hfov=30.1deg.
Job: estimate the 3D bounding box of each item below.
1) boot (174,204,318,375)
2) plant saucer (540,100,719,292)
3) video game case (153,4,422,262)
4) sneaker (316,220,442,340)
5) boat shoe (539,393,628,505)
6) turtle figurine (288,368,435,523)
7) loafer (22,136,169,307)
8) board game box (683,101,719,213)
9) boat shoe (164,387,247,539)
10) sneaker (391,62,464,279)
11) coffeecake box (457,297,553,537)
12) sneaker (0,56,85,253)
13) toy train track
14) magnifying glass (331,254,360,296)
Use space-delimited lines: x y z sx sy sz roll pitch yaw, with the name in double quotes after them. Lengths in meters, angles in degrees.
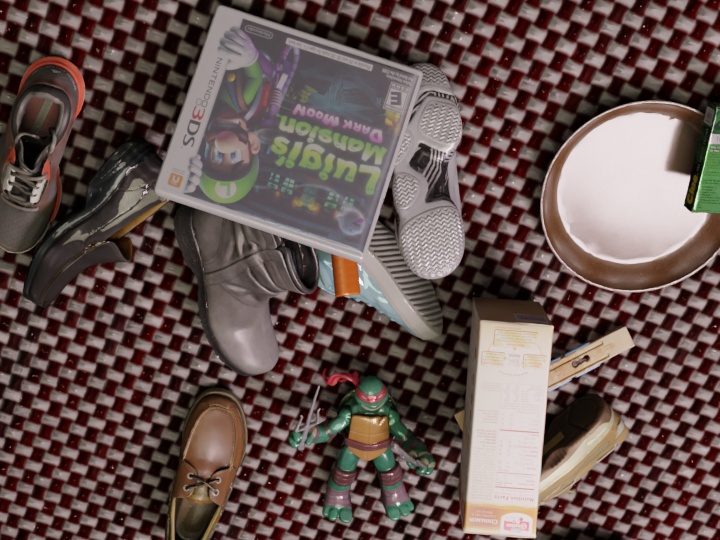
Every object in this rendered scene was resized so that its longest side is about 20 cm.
-0.093 0.018 1.279 0.131 0.070 0.201 0 124 36 "boot"
0.272 -0.074 1.300 0.198 0.032 0.202 0 116 -1 "plant saucer"
-0.063 -0.124 1.200 0.198 0.023 0.184 18 82 1 "video game case"
0.000 0.000 1.318 0.082 0.074 0.200 -30 112 32 "sneaker"
0.202 0.220 1.430 0.199 0.072 0.076 -38 123 16 "boat shoe"
0.008 0.178 1.384 0.148 0.101 0.201 9 133 10 "turtle figurine"
-0.249 -0.032 1.277 0.072 0.073 0.200 42 111 1 "loafer"
0.411 -0.102 1.271 0.198 0.024 0.106 2 115 -15 "board game box"
-0.163 0.224 1.419 0.071 0.068 0.202 10 115 -5 "boat shoe"
0.059 -0.088 1.267 0.074 0.115 0.203 -4 83 0 "sneaker"
0.138 0.138 1.302 0.072 0.154 0.203 4 97 2 "coffeecake box"
-0.314 -0.098 1.244 0.076 0.082 0.202 15 115 -9 "sneaker"
0.189 0.111 1.392 0.199 0.033 0.116 -27 95 5 "toy train track"
-0.022 -0.077 1.241 0.079 0.022 0.203 -5 87 -31 "magnifying glass"
